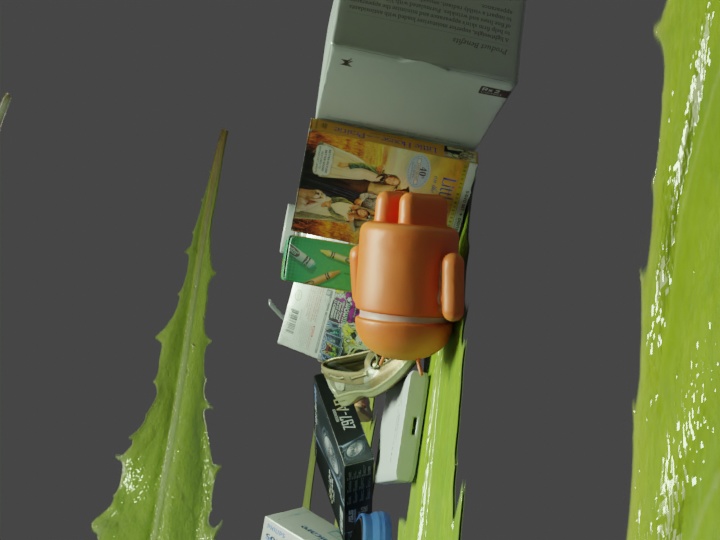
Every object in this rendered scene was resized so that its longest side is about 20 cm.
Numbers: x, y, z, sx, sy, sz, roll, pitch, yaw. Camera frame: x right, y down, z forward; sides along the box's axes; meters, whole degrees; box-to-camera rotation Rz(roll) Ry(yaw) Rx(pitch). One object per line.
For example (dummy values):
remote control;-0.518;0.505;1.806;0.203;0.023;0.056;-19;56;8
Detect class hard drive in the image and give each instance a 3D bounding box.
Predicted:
hard drive;0.051;0.206;1.513;0.200;0.026;0.133;123;156;-77

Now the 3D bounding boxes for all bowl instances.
bowl;0.003;0.419;1.561;0.201;0.039;0.203;-170;90;-85

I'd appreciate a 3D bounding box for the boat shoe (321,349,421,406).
boat shoe;0.013;0.123;1.534;0.073;0.063;0.200;-41;5;-32

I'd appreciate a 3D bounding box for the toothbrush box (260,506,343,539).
toothbrush box;-0.082;0.475;1.742;0.146;0.085;0.202;20;106;41

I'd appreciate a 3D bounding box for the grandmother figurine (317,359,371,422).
grandmother figurine;-0.009;0.134;1.850;0.061;0.120;0.202;81;-161;-61

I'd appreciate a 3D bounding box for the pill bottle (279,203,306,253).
pill bottle;-0.022;-0.048;1.839;0.112;0.198;0.114;-170;90;-85

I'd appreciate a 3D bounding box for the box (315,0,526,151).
box;0.061;-0.240;1.286;0.200;0.197;0.132;117;163;-73

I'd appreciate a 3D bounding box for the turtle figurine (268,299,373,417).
turtle figurine;-0.054;0.153;1.943;0.144;0.198;0.196;118;146;-61

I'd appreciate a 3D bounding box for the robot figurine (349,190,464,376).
robot figurine;0.051;0.013;1.331;0.117;0.142;0.202;-13;-73;-80

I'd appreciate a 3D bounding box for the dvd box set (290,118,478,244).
dvd box set;0.026;-0.091;1.381;0.030;0.198;0.147;-83;6;-53

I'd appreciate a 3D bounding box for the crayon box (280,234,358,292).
crayon box;0.000;0.000;1.498;0.119;0.198;0.059;176;104;-85

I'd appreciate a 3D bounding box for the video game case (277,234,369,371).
video game case;-0.010;0.035;1.634;0.036;0.180;0.202;-3;-71;-65

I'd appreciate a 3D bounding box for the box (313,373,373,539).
box;-0.025;0.266;1.679;0.201;0.043;0.161;92;162;-47
